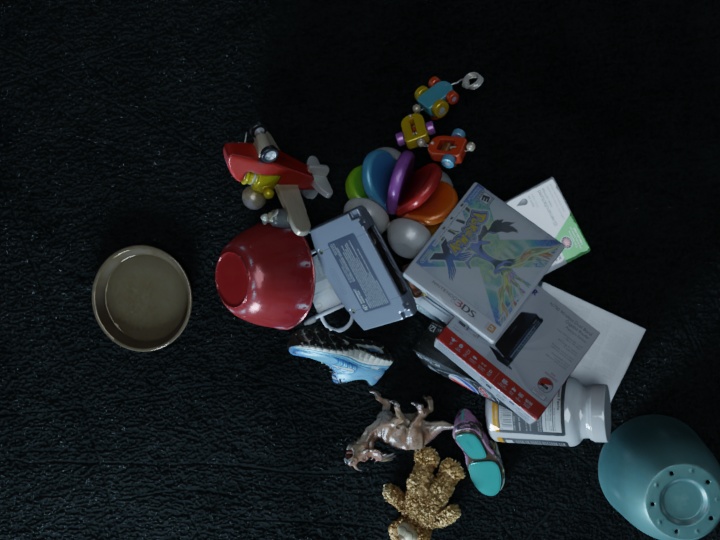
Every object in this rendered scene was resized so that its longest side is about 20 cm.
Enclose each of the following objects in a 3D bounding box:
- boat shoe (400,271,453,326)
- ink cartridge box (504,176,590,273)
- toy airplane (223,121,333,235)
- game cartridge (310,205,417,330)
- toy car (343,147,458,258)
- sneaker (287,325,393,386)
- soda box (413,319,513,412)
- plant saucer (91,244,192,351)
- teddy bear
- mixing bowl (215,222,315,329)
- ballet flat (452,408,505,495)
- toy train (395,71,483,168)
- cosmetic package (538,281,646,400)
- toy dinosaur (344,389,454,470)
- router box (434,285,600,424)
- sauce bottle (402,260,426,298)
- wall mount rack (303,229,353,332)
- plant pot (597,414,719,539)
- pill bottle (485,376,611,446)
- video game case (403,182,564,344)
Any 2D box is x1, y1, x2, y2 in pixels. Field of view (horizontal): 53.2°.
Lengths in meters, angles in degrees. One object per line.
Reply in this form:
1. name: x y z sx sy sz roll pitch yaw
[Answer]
1. boat shoe: 0.138 0.051 1.301 0.199 0.074 0.067 36 81 -7
2. ink cartridge box: 0.277 -0.051 1.266 0.198 0.084 0.147 -29 89 7
3. toy airplane: -0.148 -0.159 1.265 0.199 0.200 0.141 44 113 -9
4. game cartridge: 0.000 0.000 1.212 0.132 0.041 0.202 -17 105 46
5. toy car: 0.073 -0.135 1.223 0.198 0.150 0.176 24 60 1
6. sneaker: -0.041 0.166 1.293 0.198 0.079 0.091 18 109 -18
7. soda box: 0.191 0.163 1.240 0.199 0.063 0.071 25 71 38
8. plant saucer: -0.412 0.052 1.367 0.197 0.029 0.203 0 93 5
9. teddy bear: 0.114 0.424 1.317 0.145 0.067 0.201 40 95 5
10. mixing bowl: -0.182 0.011 1.253 0.199 0.108 0.203 7 100 42
11. ballet flat: 0.216 0.320 1.289 0.068 0.072 0.201 -10 128 25
12. toy train: 0.145 -0.251 1.241 0.148 0.056 0.202 5 59 26
13. cosmetic package: 0.380 0.128 1.282 0.198 0.052 0.152 25 94 4
14. toy dinosaur: 0.073 0.298 1.308 0.197 0.086 0.138 5 94 0
15. router box: 0.249 0.111 1.156 0.199 0.049 0.180 38 75 13
16. sauce bottle: 0.170 -0.018 1.205 0.198 0.066 0.067 -24 91 7
17. wall mount rack: -0.046 0.010 1.306 0.172 0.075 0.202 -24 92 4
18. plant pot: 0.525 0.367 1.227 0.198 0.161 0.204 0 94 6
19. pill bottle: 0.322 0.241 1.235 0.198 0.116 0.118 -2 93 25
20. video game case: 0.198 -0.015 1.156 0.182 0.022 0.201 37 79 12
